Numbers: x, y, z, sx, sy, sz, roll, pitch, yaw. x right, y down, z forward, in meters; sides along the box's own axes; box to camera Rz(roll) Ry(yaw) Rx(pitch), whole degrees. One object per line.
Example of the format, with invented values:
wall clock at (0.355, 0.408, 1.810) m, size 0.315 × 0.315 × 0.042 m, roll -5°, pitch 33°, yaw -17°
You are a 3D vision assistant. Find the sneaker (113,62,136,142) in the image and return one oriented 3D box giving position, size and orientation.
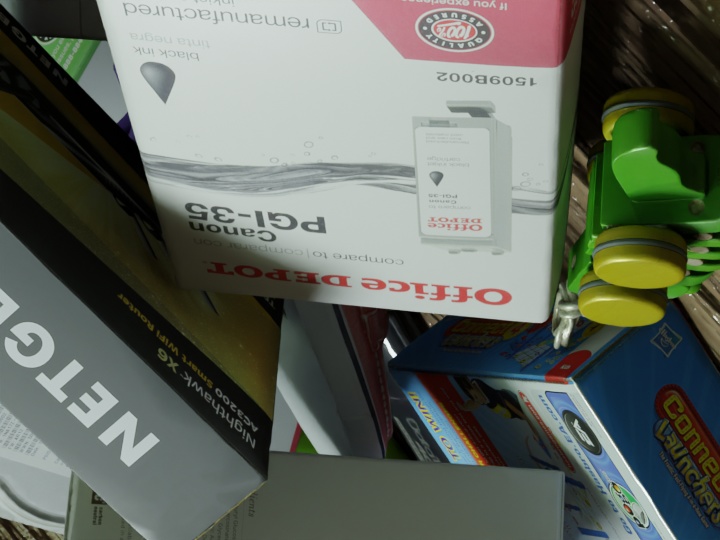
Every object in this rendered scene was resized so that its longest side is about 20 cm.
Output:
sneaker at (-0.117, -0.018, 0.894) m, size 0.081 × 0.083 × 0.202 m, roll -110°, pitch 38°, yaw -61°

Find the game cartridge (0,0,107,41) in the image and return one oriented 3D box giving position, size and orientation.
game cartridge at (-0.079, -0.111, 0.782) m, size 0.200 × 0.132 × 0.041 m, roll 16°, pitch 107°, yaw 62°

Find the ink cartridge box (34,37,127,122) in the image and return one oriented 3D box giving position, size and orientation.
ink cartridge box at (-0.194, -0.131, 0.986) m, size 0.200 × 0.147 × 0.084 m, roll 44°, pitch -160°, yaw 28°

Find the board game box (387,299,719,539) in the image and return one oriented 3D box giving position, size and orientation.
board game box at (0.119, 0.108, 0.814) m, size 0.201 × 0.056 × 0.196 m, roll 56°, pitch 163°, yaw -11°

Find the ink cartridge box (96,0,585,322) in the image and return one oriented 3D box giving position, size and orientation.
ink cartridge box at (0.001, -0.070, 0.614) m, size 0.145 × 0.083 × 0.201 m, roll 5°, pitch 149°, yaw 8°

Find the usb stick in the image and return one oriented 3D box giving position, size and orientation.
usb stick at (0.048, 0.094, 1.013) m, size 0.055 × 0.033 × 0.201 m, roll 4°, pitch 129°, yaw 59°

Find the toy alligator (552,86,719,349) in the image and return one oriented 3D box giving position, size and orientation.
toy alligator at (0.103, -0.010, 0.644) m, size 0.054 × 0.060 × 0.200 m, roll 6°, pitch 161°, yaw 2°

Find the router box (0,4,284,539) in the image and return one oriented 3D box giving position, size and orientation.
router box at (-0.114, -0.011, 0.692) m, size 0.200 × 0.052 × 0.158 m, roll 46°, pitch -164°, yaw -18°

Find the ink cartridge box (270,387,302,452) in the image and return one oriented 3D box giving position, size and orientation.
ink cartridge box at (-0.087, 0.029, 1.020) m, size 0.083 × 0.147 × 0.200 m, roll 17°, pitch 173°, yaw -20°

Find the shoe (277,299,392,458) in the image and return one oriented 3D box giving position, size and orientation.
shoe at (0.000, 0.000, 0.828) m, size 0.071 × 0.091 × 0.202 m, roll 33°, pitch 148°, yaw 50°

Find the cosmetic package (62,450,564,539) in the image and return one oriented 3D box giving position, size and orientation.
cosmetic package at (-0.021, 0.124, 0.776) m, size 0.108 × 0.198 × 0.086 m, roll 100°, pitch 175°, yaw -73°

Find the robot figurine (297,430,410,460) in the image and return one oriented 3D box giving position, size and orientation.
robot figurine at (-0.001, 0.170, 1.125) m, size 0.176 × 0.115 × 0.201 m, roll -50°, pitch 65°, yaw 32°

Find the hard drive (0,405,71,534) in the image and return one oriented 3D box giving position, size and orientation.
hard drive at (-0.138, 0.045, 0.827) m, size 0.199 × 0.140 × 0.038 m, roll 26°, pitch -167°, yaw -42°
